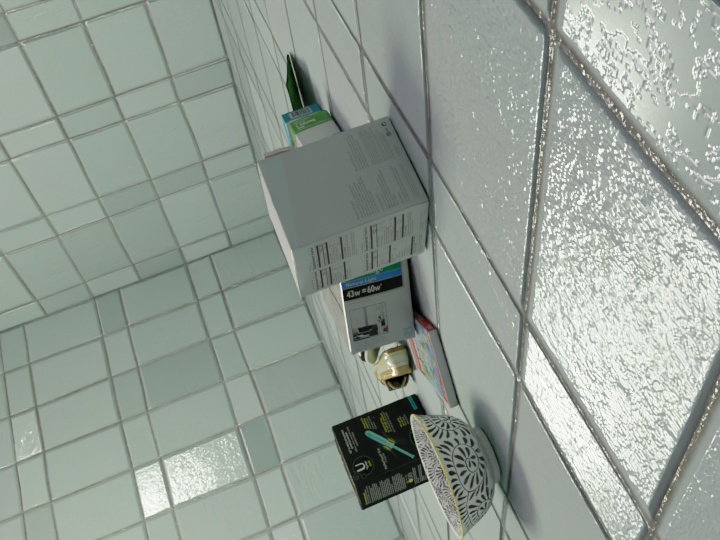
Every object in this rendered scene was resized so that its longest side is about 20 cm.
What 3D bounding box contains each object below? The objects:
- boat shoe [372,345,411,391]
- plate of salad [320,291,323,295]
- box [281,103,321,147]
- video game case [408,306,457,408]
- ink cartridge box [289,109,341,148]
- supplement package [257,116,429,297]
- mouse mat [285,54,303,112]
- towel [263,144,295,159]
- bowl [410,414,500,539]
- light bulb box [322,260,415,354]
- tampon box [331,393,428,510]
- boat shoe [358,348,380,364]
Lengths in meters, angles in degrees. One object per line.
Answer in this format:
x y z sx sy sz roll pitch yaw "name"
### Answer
0.069 0.219 1.797 0.200 0.073 0.067 91 163 -68 "boat shoe"
-0.019 0.053 1.797 0.199 0.048 0.200 35 -169 -8 "plate of salad"
-0.099 -0.239 1.786 0.049 0.081 0.202 -119 13 -56 "box"
0.114 0.140 1.494 0.200 0.017 0.145 -134 26 -71 "video game case"
-0.056 -0.186 1.614 0.201 0.083 0.146 -119 12 -47 "ink cartridge box"
-0.024 -0.088 1.214 0.151 0.198 0.153 86 162 -64 "supplement package"
-0.139 -0.363 1.849 0.201 0.007 0.162 -98 -6 -56 "mouse mat"
-0.108 -0.171 1.774 0.030 0.144 0.202 -110 5 -57 "towel"
0.158 0.302 1.324 0.201 0.093 0.203 160 90 -82 "bowl"
0.000 0.000 1.485 0.199 0.123 0.202 -122 21 -56 "light bulb box"
0.059 0.387 1.820 0.127 0.198 0.151 79 168 -50 "tampon box"
0.011 0.149 1.818 0.200 0.067 0.073 -64 -23 -75 "boat shoe"
